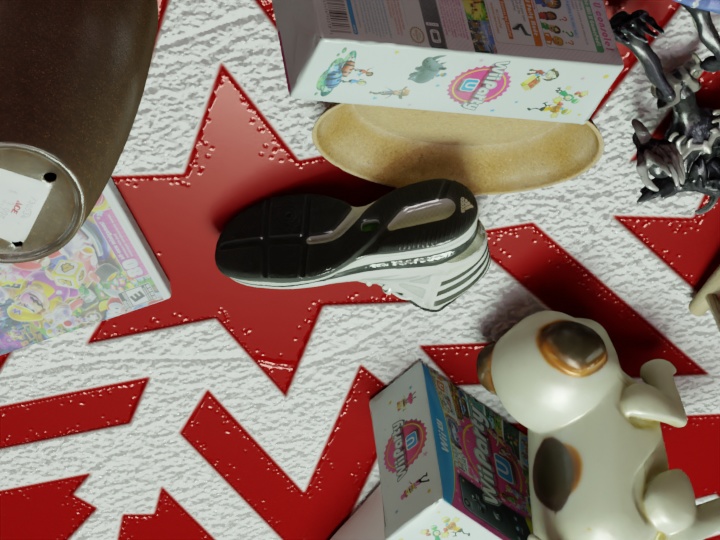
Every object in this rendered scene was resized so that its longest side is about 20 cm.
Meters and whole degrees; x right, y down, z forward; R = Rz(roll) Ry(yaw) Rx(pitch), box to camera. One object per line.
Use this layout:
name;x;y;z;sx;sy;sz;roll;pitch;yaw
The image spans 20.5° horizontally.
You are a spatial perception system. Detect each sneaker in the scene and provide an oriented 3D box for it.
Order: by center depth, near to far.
sneaker;0.000;0.000;1.452;0.198;0.076;0.116;-7;146;15

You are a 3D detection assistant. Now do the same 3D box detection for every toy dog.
toy dog;0.165;0.129;1.526;0.193;0.202;0.139;-23;-178;-33

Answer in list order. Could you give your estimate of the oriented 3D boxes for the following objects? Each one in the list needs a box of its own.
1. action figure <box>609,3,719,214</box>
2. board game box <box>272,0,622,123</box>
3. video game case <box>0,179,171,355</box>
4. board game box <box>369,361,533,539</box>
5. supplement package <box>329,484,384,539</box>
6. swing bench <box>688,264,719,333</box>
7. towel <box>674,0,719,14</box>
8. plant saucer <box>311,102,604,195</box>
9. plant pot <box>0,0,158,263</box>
action figure;0.235;-0.102;1.376;0.118;0.102;0.201;-28;128;2
board game box;0.047;-0.172;1.225;0.198;0.149;0.064;3;147;-21
video game case;-0.256;-0.002;1.454;0.198;0.018;0.144;-18;131;9
board game box;0.100;0.186;1.576;0.064;0.148;0.199;-38;126;25
supplement package;0.084;0.272;1.666;0.199;0.122;0.120;24;125;-25
swing bench;0.381;0.005;1.473;0.197;0.130;0.201;12;123;-16
towel;0.156;-0.250;1.231;0.198;0.146;0.024;14;172;-18
plant saucer;0.066;-0.101;1.352;0.198;0.036;0.200;3;163;1
plant pot;-0.219;-0.104;1.249;0.185;0.201;0.188;-3;132;-4
